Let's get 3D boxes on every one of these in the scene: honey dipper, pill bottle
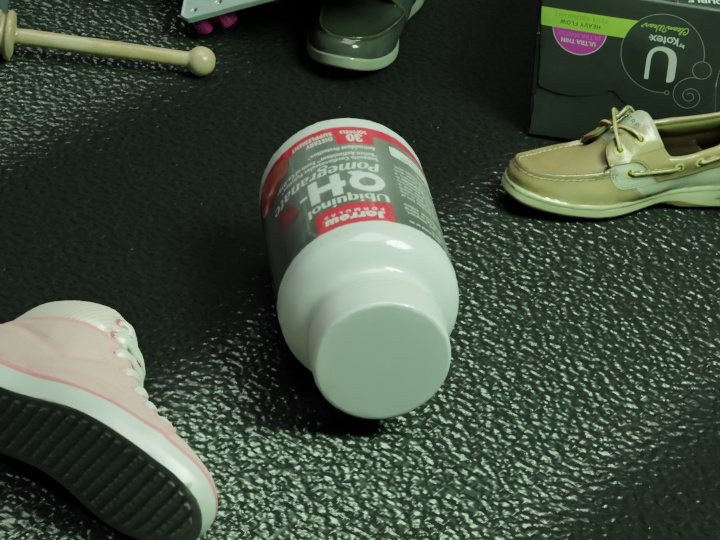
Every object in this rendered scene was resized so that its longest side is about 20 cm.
[{"bbox_3d":[-0.208,-0.168,1.598,0.198,0.038,0.038,8,31,-7],"label":"honey dipper"},{"bbox_3d":[0.000,0.000,1.292,0.110,0.111,0.201,1,32,-10],"label":"pill bottle"}]

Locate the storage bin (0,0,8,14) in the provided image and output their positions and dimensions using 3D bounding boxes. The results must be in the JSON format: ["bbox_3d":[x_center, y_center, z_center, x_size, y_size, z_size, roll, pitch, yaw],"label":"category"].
[{"bbox_3d":[-0.349,-0.264,1.622,0.198,0.135,0.146,1,32,-11],"label":"storage bin"}]

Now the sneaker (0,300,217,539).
[{"bbox_3d":[-0.136,0.074,1.176,0.199,0.076,0.104,23,40,31],"label":"sneaker"}]

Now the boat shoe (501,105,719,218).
[{"bbox_3d":[0.195,-0.083,1.510,0.198,0.067,0.074,-6,33,-21],"label":"boat shoe"}]

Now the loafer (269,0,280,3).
[{"bbox_3d":[-0.083,-0.283,1.770,0.069,0.070,0.201,4,32,-5],"label":"loafer"}]

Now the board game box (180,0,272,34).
[{"bbox_3d":[-0.036,-0.280,1.678,0.198,0.026,0.201,-12,46,20],"label":"board game box"}]

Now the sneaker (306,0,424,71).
[{"bbox_3d":[0.008,-0.237,1.680,0.074,0.107,0.200,13,32,9],"label":"sneaker"}]

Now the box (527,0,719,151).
[{"bbox_3d":[0.217,-0.191,1.628,0.147,0.125,0.200,8,32,10],"label":"box"}]
